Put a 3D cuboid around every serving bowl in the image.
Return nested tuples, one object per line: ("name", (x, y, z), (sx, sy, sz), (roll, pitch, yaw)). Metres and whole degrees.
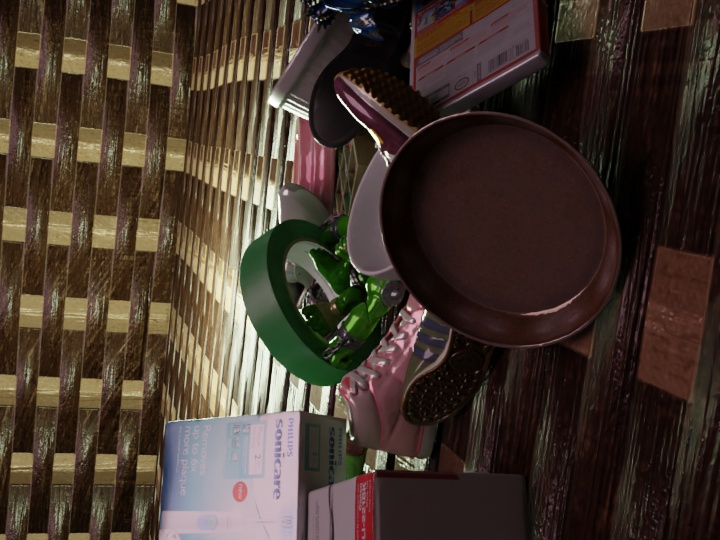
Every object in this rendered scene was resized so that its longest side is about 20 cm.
("serving bowl", (0.069, -0.076, 0.976), (0.200, 0.066, 0.201), (-43, 33, 37))

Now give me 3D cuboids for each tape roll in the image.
("tape roll", (-0.057, 0.037, 1.166), (0.048, 0.200, 0.201), (-30, 51, 30))

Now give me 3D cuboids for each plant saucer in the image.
("plant saucer", (0.110, -0.033, 0.768), (0.034, 0.200, 0.201), (-45, -20, -50))
("plant saucer", (-0.069, -0.144, 1.410), (0.201, 0.051, 0.202), (-178, 90, -84))

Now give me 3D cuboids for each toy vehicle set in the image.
("toy vehicle set", (-0.009, -0.132, 1.265), (0.200, 0.026, 0.125), (-98, 16, -54))

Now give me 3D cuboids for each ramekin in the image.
("ramekin", (-0.024, -0.266, 1.198), (0.203, 0.094, 0.202), (-55, 10, 15))

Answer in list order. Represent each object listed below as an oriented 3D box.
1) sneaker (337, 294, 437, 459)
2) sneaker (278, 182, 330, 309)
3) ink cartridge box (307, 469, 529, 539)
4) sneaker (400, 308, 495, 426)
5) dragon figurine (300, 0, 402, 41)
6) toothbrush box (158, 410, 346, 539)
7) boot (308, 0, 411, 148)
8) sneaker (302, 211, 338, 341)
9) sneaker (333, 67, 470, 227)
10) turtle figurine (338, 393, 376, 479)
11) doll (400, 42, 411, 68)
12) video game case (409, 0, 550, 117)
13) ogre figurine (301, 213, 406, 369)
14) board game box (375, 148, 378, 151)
("sneaker", (0.032, 0.097, 1.022), (0.075, 0.104, 0.201), (-131, 47, -79))
("sneaker", (-0.081, -0.028, 1.345), (0.080, 0.070, 0.201), (-49, -37, -37))
("ink cartridge box", (0.045, 0.237, 0.897), (0.200, 0.144, 0.084), (137, 136, -63))
("sneaker", (0.089, 0.059, 0.945), (0.090, 0.067, 0.201), (-93, 18, -44))
("dragon figurine", (0.005, -0.261, 0.944), (0.100, 0.059, 0.200), (-51, 43, 5))
("toothbrush box", (-0.116, 0.233, 1.051), (0.199, 0.085, 0.147), (-9, 72, 34))
("boot", (0.021, -0.197, 1.063), (0.201, 0.069, 0.174), (-65, -16, -9))
("sneaker", (-0.037, 0.021, 1.299), (0.081, 0.074, 0.201), (176, 99, -72))
("sneaker", (0.046, -0.088, 0.835), (0.090, 0.200, 0.075), (-55, -8, 32))
("turtle figurine", (-0.050, 0.236, 1.146), (0.199, 0.144, 0.195), (15, 86, 41))
("doll", (0.085, -0.221, 0.954), (0.136, 0.048, 0.201), (-17, 51, 55))
("video game case", (0.103, -0.230, 0.880), (0.143, 0.017, 0.201), (-25, 48, 37))
("ogre figurine", (0.000, 0.000, 1.113), (0.120, 0.098, 0.200), (-37, 20, 32))
("board game box", (0.048, -0.130, 1.164), (0.200, 0.023, 0.105), (-163, 80, -71))
